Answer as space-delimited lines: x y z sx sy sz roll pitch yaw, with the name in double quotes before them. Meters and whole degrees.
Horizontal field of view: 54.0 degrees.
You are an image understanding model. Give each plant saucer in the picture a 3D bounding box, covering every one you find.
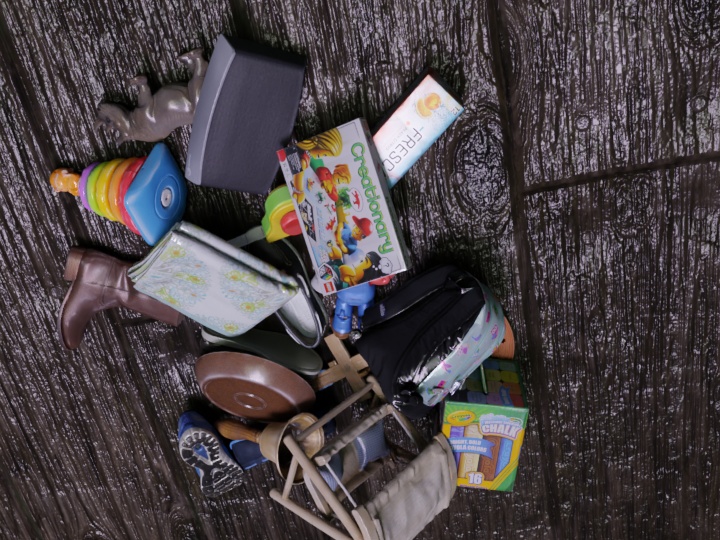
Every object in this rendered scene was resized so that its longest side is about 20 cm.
"plant saucer" -0.168 0.191 1.102 0.196 0.035 0.202 10 147 6

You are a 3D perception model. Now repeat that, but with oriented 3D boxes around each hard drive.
"hard drive" -0.150 -0.196 0.935 0.133 0.043 0.202 7 121 -29

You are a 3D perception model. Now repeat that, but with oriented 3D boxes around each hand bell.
"hand bell" -0.163 0.263 1.115 0.197 0.104 0.106 2 121 39

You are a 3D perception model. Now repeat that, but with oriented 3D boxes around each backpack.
"backpack" 0.105 0.090 0.995 0.200 0.168 0.126 -45 144 9

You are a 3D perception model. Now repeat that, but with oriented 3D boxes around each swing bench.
"swing bench" 0.014 0.290 0.995 0.199 0.198 0.131 35 129 24

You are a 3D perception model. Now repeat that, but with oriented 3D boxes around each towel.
"towel" -0.210 0.019 0.992 0.198 0.049 0.170 29 143 -27

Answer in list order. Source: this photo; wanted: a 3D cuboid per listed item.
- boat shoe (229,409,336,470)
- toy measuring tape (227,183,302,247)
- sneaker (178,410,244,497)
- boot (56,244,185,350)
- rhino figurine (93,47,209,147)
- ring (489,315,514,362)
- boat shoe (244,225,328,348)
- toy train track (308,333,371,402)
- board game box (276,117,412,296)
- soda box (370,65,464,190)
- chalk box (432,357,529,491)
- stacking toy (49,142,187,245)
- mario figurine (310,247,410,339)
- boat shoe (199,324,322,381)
"boat shoe" -0.121 0.284 1.176 0.197 0.084 0.070 -18 95 28
"toy measuring tape" -0.134 -0.074 0.991 0.197 0.074 0.075 -21 114 -1
"sneaker" -0.256 0.307 1.201 0.077 0.090 0.202 -22 132 -10
"boot" -0.360 0.064 1.098 0.196 0.065 0.189 13 117 -7
"rhino figurine" -0.277 -0.221 0.950 0.197 0.060 0.089 -20 111 13
"ring" 0.141 0.119 1.104 0.196 0.019 0.204 2 115 4
"boat shoe" -0.110 0.026 1.055 0.075 0.061 0.201 -30 110 17
"toy train track" -0.048 0.166 1.131 0.198 0.032 0.116 -28 93 26
"board game box" -0.021 -0.081 0.926 0.124 0.035 0.204 -17 94 21
"soda box" 0.048 -0.172 0.946 0.068 0.064 0.200 39 113 -13
"chalk box" 0.179 0.210 1.065 0.121 0.125 0.203 6 118 2
"stacking toy" -0.355 -0.115 0.994 0.196 0.118 0.111 10 147 17
"mario figurine" 0.000 0.000 1.041 0.122 0.106 0.203 -18 132 -27
"boat shoe" -0.156 0.134 1.108 0.198 0.072 0.061 19 121 5
